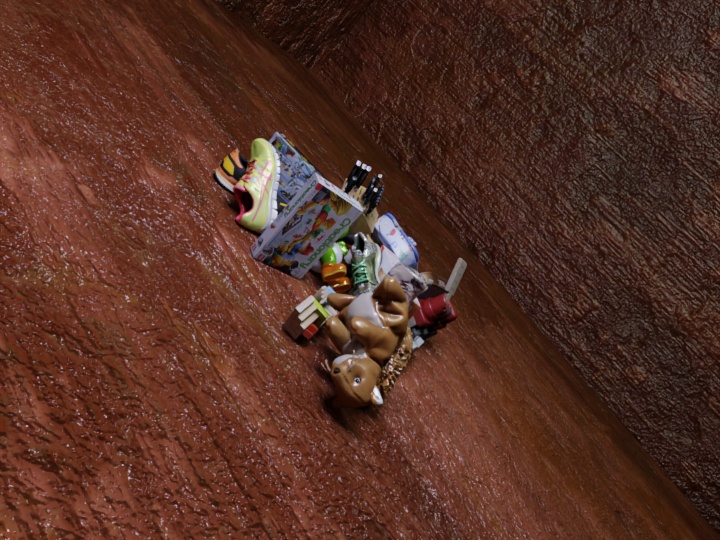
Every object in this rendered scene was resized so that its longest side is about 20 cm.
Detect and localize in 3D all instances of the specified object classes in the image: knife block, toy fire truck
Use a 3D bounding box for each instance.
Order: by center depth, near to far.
[{"bbox_3d":[-0.033,-0.166,1.248,0.177,0.196,0.065,63,36,-41],"label":"knife block"},{"bbox_3d":[0.196,0.074,1.322,0.175,0.197,0.131,12,54,-64],"label":"toy fire truck"}]

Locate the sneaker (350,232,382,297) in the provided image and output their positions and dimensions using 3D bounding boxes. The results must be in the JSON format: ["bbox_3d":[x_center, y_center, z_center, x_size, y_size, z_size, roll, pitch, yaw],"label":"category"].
[{"bbox_3d":[0.000,0.000,1.146,0.089,0.075,0.203,53,26,-41],"label":"sneaker"}]

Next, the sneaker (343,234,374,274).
[{"bbox_3d":[0.008,-0.021,1.335,0.076,0.089,0.200,57,-2,23],"label":"sneaker"}]

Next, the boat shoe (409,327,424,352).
[{"bbox_3d":[0.087,0.162,1.168,0.064,0.071,0.200,48,10,10],"label":"boat shoe"}]

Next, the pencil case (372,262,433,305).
[{"bbox_3d":[0.052,0.077,1.044,0.089,0.201,0.078,38,2,15],"label":"pencil case"}]

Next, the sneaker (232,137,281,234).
[{"bbox_3d":[-0.218,-0.179,1.098,0.089,0.077,0.205,7,75,-41],"label":"sneaker"}]

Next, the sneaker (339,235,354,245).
[{"bbox_3d":[-0.079,-0.103,1.395,0.198,0.074,0.089,31,40,-21],"label":"sneaker"}]

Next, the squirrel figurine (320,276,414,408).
[{"bbox_3d":[0.020,0.146,0.885,0.201,0.139,0.190,53,37,-42],"label":"squirrel figurine"}]

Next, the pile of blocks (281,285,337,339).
[{"bbox_3d":[-0.067,0.076,0.973,0.062,0.082,0.200,45,17,4],"label":"pile of blocks"}]

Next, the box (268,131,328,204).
[{"bbox_3d":[-0.166,-0.208,1.280,0.200,0.137,0.040,46,22,2],"label":"box"}]

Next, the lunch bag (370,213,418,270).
[{"bbox_3d":[0.083,-0.051,1.388,0.162,0.074,0.201,57,-14,24],"label":"lunch bag"}]

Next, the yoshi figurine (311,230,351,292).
[{"bbox_3d":[-0.057,-0.059,1.197,0.110,0.112,0.203,14,46,-39],"label":"yoshi figurine"}]

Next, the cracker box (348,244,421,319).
[{"bbox_3d":[0.045,0.054,1.190,0.057,0.134,0.201,33,21,-30],"label":"cracker box"}]

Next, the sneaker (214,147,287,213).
[{"bbox_3d":[-0.223,-0.193,1.197,0.198,0.090,0.071,31,22,-38],"label":"sneaker"}]

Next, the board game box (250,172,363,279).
[{"bbox_3d":[-0.104,-0.080,1.037,0.125,0.200,0.035,26,27,-42],"label":"board game box"}]

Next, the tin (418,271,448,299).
[{"bbox_3d":[0.172,0.058,1.431,0.199,0.111,0.043,21,47,-55],"label":"tin"}]
